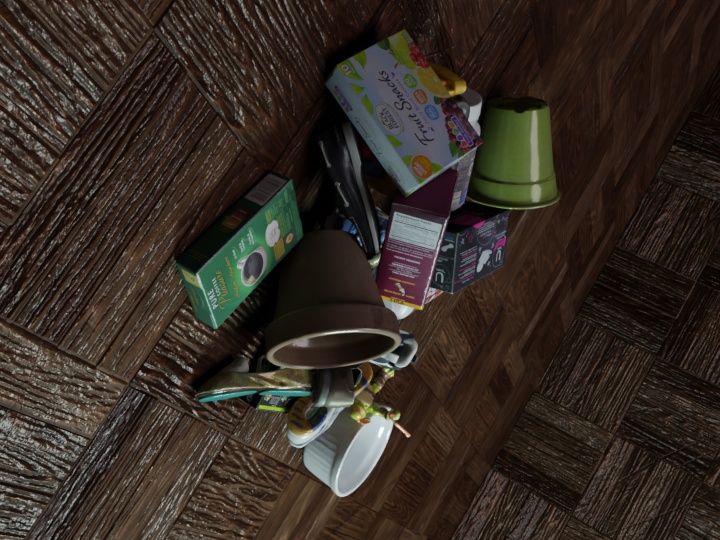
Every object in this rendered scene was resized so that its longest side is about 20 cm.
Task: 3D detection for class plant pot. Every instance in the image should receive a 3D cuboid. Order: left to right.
[{"bbox_3d":[-0.048,0.037,1.309,0.200,0.199,0.175,41,40,-65],"label":"plant pot"},{"bbox_3d":[0.309,-0.246,1.774,0.200,0.199,0.191,-31,128,-49],"label":"plant pot"}]

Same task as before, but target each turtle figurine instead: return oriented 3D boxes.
[{"bbox_3d":[0.016,0.240,1.695,0.065,0.199,0.161,-64,180,38],"label":"turtle figurine"}]

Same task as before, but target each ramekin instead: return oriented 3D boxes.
[{"bbox_3d":[-0.027,0.341,1.772,0.200,0.097,0.201,-44,150,-34],"label":"ramekin"}]

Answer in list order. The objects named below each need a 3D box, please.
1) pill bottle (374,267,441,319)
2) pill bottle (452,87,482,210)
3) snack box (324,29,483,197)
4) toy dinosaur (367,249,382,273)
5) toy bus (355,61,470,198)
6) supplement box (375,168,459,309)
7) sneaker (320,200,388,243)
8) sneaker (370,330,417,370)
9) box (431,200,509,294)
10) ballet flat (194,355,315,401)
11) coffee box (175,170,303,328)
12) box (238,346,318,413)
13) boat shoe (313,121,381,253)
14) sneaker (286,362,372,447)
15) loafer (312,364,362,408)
[{"bbox_3d":[0.074,0.028,1.642,0.200,0.109,0.110,-28,139,-52],"label":"pill bottle"},{"bbox_3d":[0.146,-0.213,1.536,0.114,0.113,0.201,-36,144,-45],"label":"pill bottle"},{"bbox_3d":[0.062,-0.224,1.250,0.142,0.200,0.053,-35,180,-30],"label":"snack box"},{"bbox_3d":[0.000,0.000,1.490,0.200,0.048,0.088,-35,160,35],"label":"toy dinosaur"},{"bbox_3d":[0.052,-0.214,1.360,0.191,0.136,0.201,-12,126,-39],"label":"toy bus"},{"bbox_3d":[0.081,-0.053,1.329,0.200,0.085,0.111,101,5,-45],"label":"supplement box"},{"bbox_3d":[0.005,-0.078,1.439,0.200,0.077,0.076,-4,120,-60],"label":"sneaker"},{"bbox_3d":[0.052,0.138,1.657,0.080,0.129,0.199,-66,169,3],"label":"sneaker"},{"bbox_3d":[0.161,-0.048,1.575,0.200,0.132,0.115,-23,121,-52],"label":"box"},{"bbox_3d":[-0.161,0.162,1.345,0.199,0.071,0.071,1,117,-32],"label":"ballet flat"},{"bbox_3d":[-0.160,-0.031,1.203,0.200,0.044,0.123,-50,152,-28],"label":"coffee box"},{"bbox_3d":[-0.103,0.147,1.492,0.194,0.047,0.200,-61,157,1],"label":"box"},{"bbox_3d":[-0.016,-0.116,1.296,0.076,0.060,0.201,-77,153,-76],"label":"boat shoe"},{"bbox_3d":[-0.060,0.227,1.542,0.200,0.075,0.088,-37,159,-33],"label":"sneaker"},{"bbox_3d":[-0.036,0.176,1.447,0.200,0.069,0.075,-81,-171,-70],"label":"loafer"}]
